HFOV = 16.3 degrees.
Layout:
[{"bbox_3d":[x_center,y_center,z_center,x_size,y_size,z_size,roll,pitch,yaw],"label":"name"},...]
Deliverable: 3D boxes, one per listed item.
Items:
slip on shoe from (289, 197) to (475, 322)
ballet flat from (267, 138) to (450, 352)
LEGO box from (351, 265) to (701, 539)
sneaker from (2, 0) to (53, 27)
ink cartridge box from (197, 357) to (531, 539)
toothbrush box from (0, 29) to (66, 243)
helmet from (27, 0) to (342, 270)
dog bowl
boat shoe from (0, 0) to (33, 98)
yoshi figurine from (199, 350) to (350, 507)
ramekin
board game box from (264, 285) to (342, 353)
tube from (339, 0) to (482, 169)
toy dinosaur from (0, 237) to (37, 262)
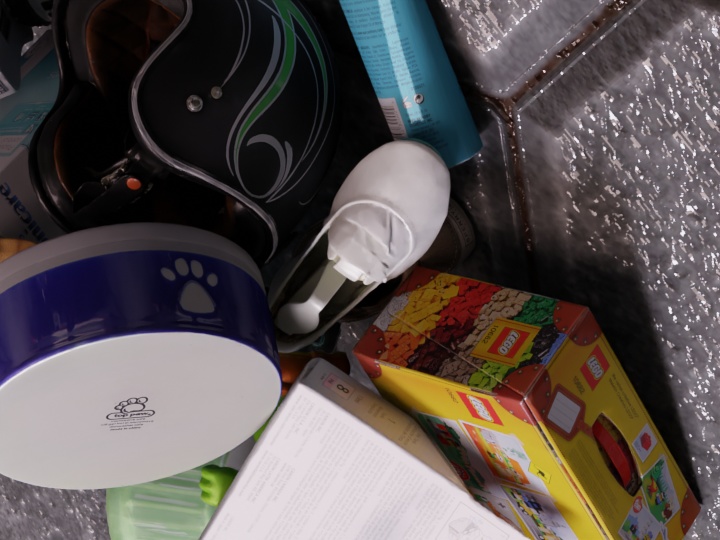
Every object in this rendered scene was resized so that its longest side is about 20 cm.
[{"bbox_3d":[0.000,0.000,1.691,0.200,0.061,0.076,-17,108,55],"label":"slip on shoe"},{"bbox_3d":[-0.007,-0.006,1.576,0.069,0.069,0.200,49,138,5],"label":"ballet flat"},{"bbox_3d":[0.107,0.101,1.598,0.149,0.077,0.200,14,147,43],"label":"LEGO box"},{"bbox_3d":[-0.226,-0.253,1.736,0.200,0.074,0.080,86,166,-50],"label":"sneaker"},{"bbox_3d":[0.011,0.174,1.610,0.200,0.057,0.163,32,118,1],"label":"ink cartridge box"},{"bbox_3d":[-0.220,-0.081,1.746,0.146,0.200,0.085,1,133,52],"label":"toothbrush box"},{"bbox_3d":[-0.108,-0.112,1.599,0.200,0.191,0.200,9,152,5],"label":"helmet"},{"bbox_3d":[-0.151,0.057,1.566,0.200,0.200,0.079,114,147,-54],"label":"dog bowl"},{"bbox_3d":[-0.276,-0.161,1.772,0.074,0.068,0.199,60,-170,-30],"label":"boat shoe"},{"bbox_3d":[-0.056,0.156,1.717,0.112,0.112,0.200,145,124,-80],"label":"yoshi figurine"},{"bbox_3d":[-0.081,0.160,1.827,0.098,0.200,0.200,3,124,40],"label":"ramekin"},{"bbox_3d":[-0.111,0.011,1.744,0.135,0.028,0.200,18,-179,-26],"label":"board game box"},{"bbox_3d":[0.016,-0.157,1.539,0.077,0.050,0.200,-6,113,45],"label":"tube"},{"bbox_3d":[-0.241,0.002,1.635,0.200,0.060,0.106,1,123,18],"label":"toy dinosaur"}]
